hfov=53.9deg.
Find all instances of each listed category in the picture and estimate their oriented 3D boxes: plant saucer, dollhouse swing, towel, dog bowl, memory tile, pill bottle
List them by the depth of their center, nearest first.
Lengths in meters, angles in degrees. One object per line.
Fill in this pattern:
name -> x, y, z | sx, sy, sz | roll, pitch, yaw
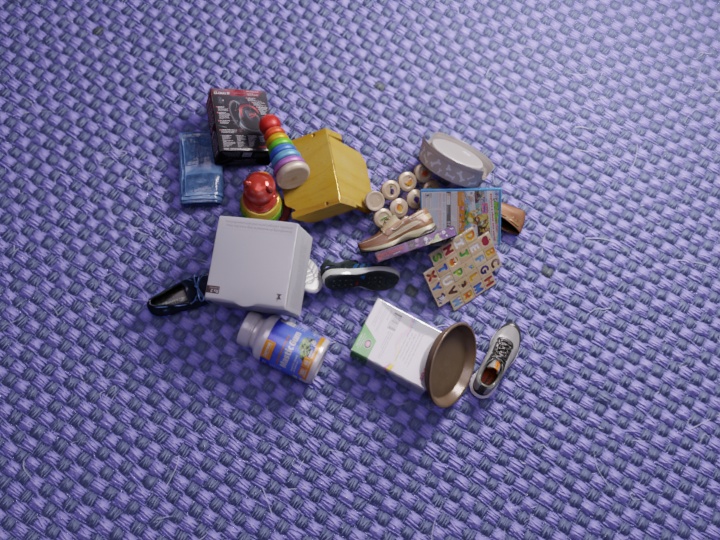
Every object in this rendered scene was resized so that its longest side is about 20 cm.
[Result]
plant saucer -> 0.205, 0.215, 1.626 | 0.029, 0.200, 0.201 | 13, 67, 37
pill bottle -> -0.181, 0.172, 1.640 | 0.199, 0.112, 0.113 | 24, 72, 4
dollhouse swing -> -0.083, -0.219, 1.775 | 0.180, 0.176, 0.202 | -17, 72, 14
memory tile -> 0.118, -0.167, 1.779 | 0.199, 0.017, 0.154 | -30, 108, -12
dog bowl -> 0.236, -0.278, 1.785 | 0.199, 0.059, 0.201 | 21, 28, -12
towel -> -0.404, -0.260, 1.800 | 0.111, 0.049, 0.202 | -3, 72, -5

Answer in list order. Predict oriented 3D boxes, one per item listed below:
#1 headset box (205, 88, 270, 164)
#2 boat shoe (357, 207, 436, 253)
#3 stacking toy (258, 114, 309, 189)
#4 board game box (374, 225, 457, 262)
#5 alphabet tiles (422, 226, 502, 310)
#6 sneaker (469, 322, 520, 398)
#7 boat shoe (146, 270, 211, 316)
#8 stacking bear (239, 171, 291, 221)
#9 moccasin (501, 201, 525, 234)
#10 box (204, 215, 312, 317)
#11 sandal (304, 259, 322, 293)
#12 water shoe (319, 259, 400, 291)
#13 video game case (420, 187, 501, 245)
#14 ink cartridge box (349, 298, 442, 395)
headset box -> -0.308, -0.376, 1.809 | 0.148, 0.075, 0.202 | -4, 72, -25
boat shoe -> 0.085, -0.099, 1.736 | 0.199, 0.076, 0.074 | -19, 90, -7
stacking toy -> -0.196, -0.294, 1.700 | 0.085, 0.086, 0.201 | -22, 63, -10
board game box -> 0.133, -0.061, 1.710 | 0.199, 0.120, 0.033 | -19, 85, 4
alphabet tiles -> 0.251, -0.003, 1.728 | 0.199, 0.006, 0.167 | -32, 113, -13
sneaker -> 0.329, 0.211, 1.678 | 0.074, 0.079, 0.201 | 28, 71, 7
boat shoe -> -0.407, 0.059, 1.685 | 0.199, 0.069, 0.084 | -29, 76, -14
stacking bear -> -0.238, -0.170, 1.700 | 0.121, 0.200, 0.114 | 18, 72, 3
moccasin -> 0.318, -0.143, 1.799 | 0.200, 0.074, 0.078 | 23, 63, -6
box -> -0.232, -0.008, 1.638 | 0.197, 0.131, 0.202 | 7, 81, 11
sandal -> -0.173, -0.010, 1.736 | 0.202, 0.050, 0.082 | 38, 57, 14
water shoe -> 0.000, 0.000, 1.726 | 0.198, 0.072, 0.079 | 1, 40, -20
video game case -> 0.248, -0.133, 1.760 | 0.198, 0.018, 0.144 | 0, 107, 6
ink cartridge box -> 0.094, 0.181, 1.668 | 0.199, 0.088, 0.146 | 27, 73, 7
